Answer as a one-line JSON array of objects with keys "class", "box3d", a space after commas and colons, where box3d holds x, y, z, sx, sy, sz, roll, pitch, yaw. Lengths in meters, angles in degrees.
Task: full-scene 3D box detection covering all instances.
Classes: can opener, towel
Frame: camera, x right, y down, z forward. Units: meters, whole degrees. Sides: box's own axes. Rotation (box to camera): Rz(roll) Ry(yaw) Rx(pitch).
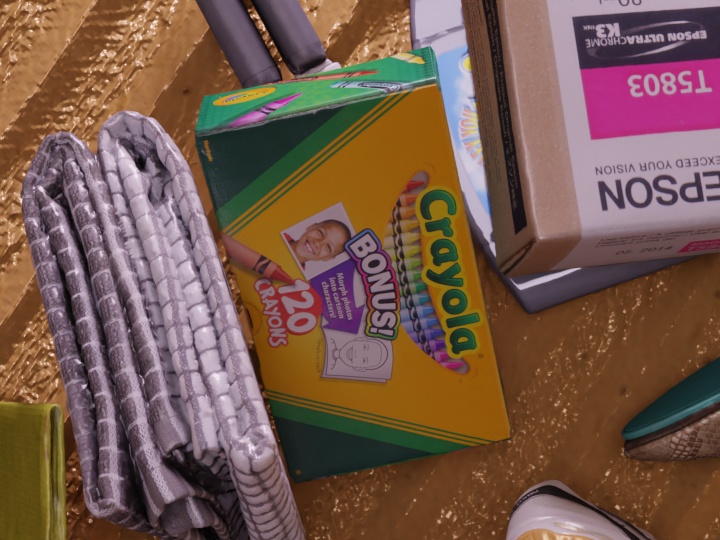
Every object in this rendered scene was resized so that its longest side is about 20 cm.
[{"class": "can opener", "box3d": [-0.046, -0.119, 0.833, 0.053, 0.067, 0.201, -29, 88, 1]}, {"class": "towel", "box3d": [-0.175, 0.107, 0.766, 0.018, 0.200, 0.086, -2, 87, -24]}, {"class": "towel", "box3d": [-0.096, 0.046, 0.757, 0.085, 0.166, 0.201, -18, 66, -4]}]

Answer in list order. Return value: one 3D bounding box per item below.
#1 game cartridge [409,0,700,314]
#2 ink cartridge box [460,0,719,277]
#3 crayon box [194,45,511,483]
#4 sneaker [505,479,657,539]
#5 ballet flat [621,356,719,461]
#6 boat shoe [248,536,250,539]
[{"class": "game cartridge", "box3d": [0.103, -0.085, 0.839, 0.133, 0.040, 0.201, -20, 81, 7]}, {"class": "ink cartridge box", "box3d": [0.160, -0.093, 0.777, 0.199, 0.075, 0.166, -6, 78, -11]}, {"class": "crayon box", "box3d": [0.000, 0.000, 0.778, 0.118, 0.058, 0.201, -12, 115, 4]}, {"class": "sneaker", "box3d": [0.156, 0.174, 0.781, 0.200, 0.088, 0.076, 40, 107, -13]}, {"class": "ballet flat", "box3d": [0.229, 0.053, 0.794, 0.200, 0.071, 0.065, -36, 97, 4]}, {"class": "boat shoe", "box3d": [-0.066, 0.210, 0.800, 0.072, 0.068, 0.201, -8, 81, 7]}]
